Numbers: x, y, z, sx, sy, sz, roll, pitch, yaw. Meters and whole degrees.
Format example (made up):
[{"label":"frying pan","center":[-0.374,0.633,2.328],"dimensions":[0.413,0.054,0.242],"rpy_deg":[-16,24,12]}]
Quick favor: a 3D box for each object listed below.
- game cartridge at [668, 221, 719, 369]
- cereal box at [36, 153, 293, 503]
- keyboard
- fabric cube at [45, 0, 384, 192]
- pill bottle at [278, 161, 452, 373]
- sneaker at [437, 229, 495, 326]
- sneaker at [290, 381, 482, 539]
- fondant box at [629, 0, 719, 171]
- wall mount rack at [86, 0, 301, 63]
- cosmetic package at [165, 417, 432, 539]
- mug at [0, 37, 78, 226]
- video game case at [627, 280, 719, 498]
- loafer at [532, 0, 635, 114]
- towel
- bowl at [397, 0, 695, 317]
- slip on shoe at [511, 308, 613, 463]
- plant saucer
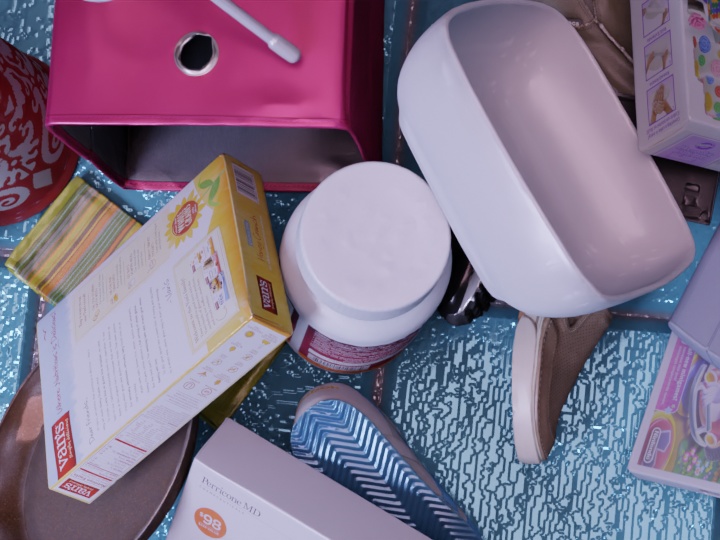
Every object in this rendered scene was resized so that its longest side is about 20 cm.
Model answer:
[{"label":"game cartridge","center":[0.301,0.025,1.011],"dimensions":[0.199,0.041,0.134],"rpy_deg":[19,78,40]},{"label":"cereal box","center":[-0.132,0.038,1.019],"dimensions":[0.200,0.039,0.144],"rpy_deg":[-39,43,27]},{"label":"keyboard","center":[0.138,-0.062,1.054],"dimensions":[0.199,0.021,0.128],"rpy_deg":[13,80,0]},{"label":"fabric cube","center":[-0.085,-0.169,1.062],"dimensions":[0.195,0.200,0.201],"rpy_deg":[2,81,7]},{"label":"pill bottle","center":[0.000,0.000,1.023],"dimensions":[0.109,0.200,0.110],"rpy_deg":[1,78,-6]},{"label":"sneaker","center":[0.074,-0.062,1.104],"dimensions":[0.090,0.070,0.201],"rpy_deg":[17,80,15]},{"label":"sneaker","center":[0.027,0.159,1.071],"dimensions":[0.076,0.081,0.201],"rpy_deg":[-32,101,7]},{"label":"fondant box","center":[0.250,-0.165,1.050],"dimensions":[0.143,0.058,0.201],"rpy_deg":[11,67,-27]},{"label":"wall mount rack","center":[-0.085,-0.223,0.939],"dimensions":[0.173,0.075,0.201],"rpy_deg":[29,83,14]},{"label":"cosmetic package","center":[-0.032,0.207,1.037],"dimensions":[0.199,0.052,0.151],"rpy_deg":[29,128,9]},{"label":"mug","center":[-0.274,-0.091,1.068],"dimensions":[0.133,0.200,0.179],"rpy_deg":[-12,81,3]},{"label":"video game case","center":[0.283,0.086,1.024],"dimensions":[0.199,0.018,0.144],"rpy_deg":[10,71,37]},{"label":"loafer","center":[0.172,-0.171,1.092],"dimensions":[0.200,0.075,0.070],"rpy_deg":[38,122,8]},{"label":"towel","center":[-0.154,0.022,1.134],"dimensions":[0.200,0.018,0.086],"rpy_deg":[36,88,8]},{"label":"bowl","center":[0.106,-0.062,0.965],"dimensions":[0.074,0.200,0.201],"rpy_deg":[-32,83,32]},{"label":"slip on shoe","center":[0.141,0.032,1.080],"dimensions":[0.060,0.076,0.201],"rpy_deg":[6,75,12]},{"label":"plant saucer","center":[-0.178,0.124,1.070],"dimensions":[0.199,0.032,0.201],"rpy_deg":[-23,51,31]}]
